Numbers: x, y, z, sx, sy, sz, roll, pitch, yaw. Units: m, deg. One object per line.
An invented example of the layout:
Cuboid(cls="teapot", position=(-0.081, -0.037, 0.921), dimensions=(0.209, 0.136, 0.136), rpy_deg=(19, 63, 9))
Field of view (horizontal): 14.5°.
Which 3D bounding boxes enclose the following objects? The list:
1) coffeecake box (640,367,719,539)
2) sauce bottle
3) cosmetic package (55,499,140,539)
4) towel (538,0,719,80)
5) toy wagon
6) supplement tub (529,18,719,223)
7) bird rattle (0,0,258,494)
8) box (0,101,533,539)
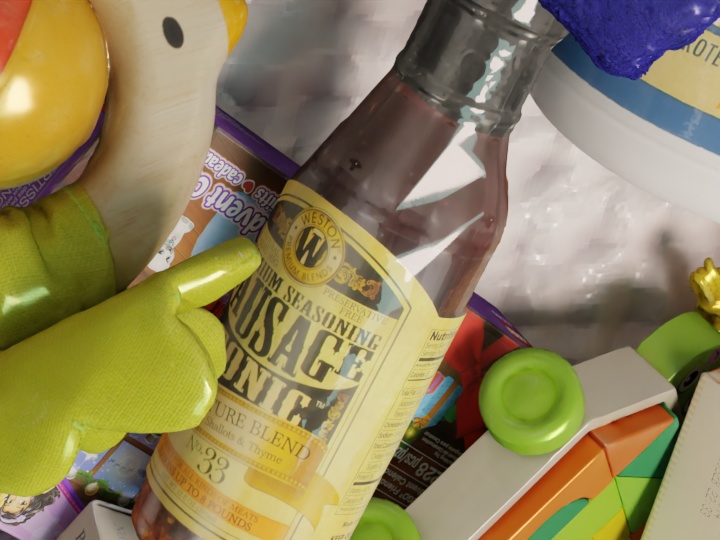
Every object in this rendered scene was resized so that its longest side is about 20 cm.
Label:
Cuboid(cls="coffeecake box", position=(0.176, 0.096, 0.980), dimensions=(0.200, 0.073, 0.154), rpy_deg=(-15, 131, -48))
Cuboid(cls="sauce bottle", position=(0.000, 0.000, 0.803), dimensions=(0.066, 0.066, 0.201), rpy_deg=(13, 110, -37))
Cuboid(cls="cosmetic package", position=(-0.101, 0.176, 0.856), dimensions=(0.073, 0.104, 0.200), rpy_deg=(22, 120, -38))
Cuboid(cls="towel", position=(0.060, -0.166, 0.706), dimensions=(0.148, 0.050, 0.200), rpy_deg=(-37, 91, 21))
Cuboid(cls="toy wagon", position=(0.059, 0.078, 0.920), dimensions=(0.200, 0.040, 0.155), rpy_deg=(-42, 156, -9))
Cuboid(cls="supplement tub", position=(0.140, -0.122, 0.802), dimensions=(0.144, 0.145, 0.201), rpy_deg=(3, 118, -33))
Cuboid(cls="bird rattle", position=(-0.116, -0.033, 0.731), dimensions=(0.199, 0.113, 0.164), rpy_deg=(26, 77, -6))
Cuboid(cls="box", position=(-0.049, 0.031, 0.860), dimensions=(0.137, 0.039, 0.200), rpy_deg=(-50, 132, 7))
